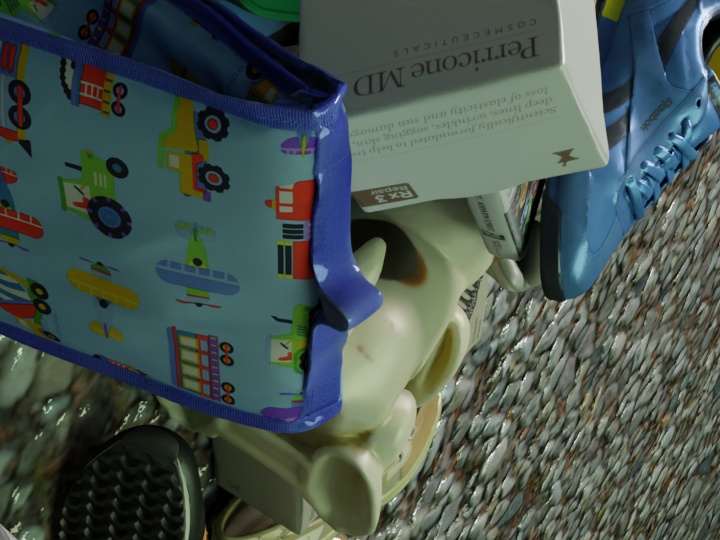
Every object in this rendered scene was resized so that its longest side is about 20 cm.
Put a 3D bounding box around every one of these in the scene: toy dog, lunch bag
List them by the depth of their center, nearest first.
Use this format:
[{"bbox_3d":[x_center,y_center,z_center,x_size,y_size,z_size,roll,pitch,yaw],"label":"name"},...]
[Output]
[{"bbox_3d":[-0.080,-0.028,0.584,0.094,0.199,0.151,-40,148,-39],"label":"lunch bag"},{"bbox_3d":[0.000,0.000,0.850,0.200,0.139,0.194,-54,162,-33],"label":"toy dog"}]

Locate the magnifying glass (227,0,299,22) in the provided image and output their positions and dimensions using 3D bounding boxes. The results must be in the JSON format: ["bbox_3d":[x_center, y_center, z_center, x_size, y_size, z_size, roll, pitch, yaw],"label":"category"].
[{"bbox_3d":[-0.012,-0.127,0.724,0.080,0.022,0.200,-59,146,-7],"label":"magnifying glass"}]

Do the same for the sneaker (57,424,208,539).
[{"bbox_3d":[-0.113,0.149,0.873,0.090,0.070,0.201,-55,159,-54],"label":"sneaker"}]

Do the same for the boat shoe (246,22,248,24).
[{"bbox_3d":[-0.059,-0.073,0.685,0.067,0.057,0.200,-41,-169,-9],"label":"boat shoe"}]

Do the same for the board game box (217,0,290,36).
[{"bbox_3d":[-0.055,-0.191,0.670,0.158,0.039,0.201,-45,144,-26],"label":"board game box"}]

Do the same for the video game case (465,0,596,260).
[{"bbox_3d":[0.086,-0.119,0.749,0.182,0.023,0.201,51,55,-74],"label":"video game case"}]

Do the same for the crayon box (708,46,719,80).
[{"bbox_3d":[0.198,-0.192,0.936,0.127,0.050,0.201,-102,178,-50],"label":"crayon box"}]

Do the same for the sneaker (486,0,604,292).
[{"bbox_3d":[0.102,-0.076,0.909,0.075,0.081,0.201,-7,133,-24],"label":"sneaker"}]

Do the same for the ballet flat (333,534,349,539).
[{"bbox_3d":[-0.073,0.218,1.004,0.200,0.067,0.068,-42,149,-37],"label":"ballet flat"}]

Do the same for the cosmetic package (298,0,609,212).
[{"bbox_3d":[0.033,-0.132,0.617,0.074,0.101,0.201,50,33,-56],"label":"cosmetic package"}]

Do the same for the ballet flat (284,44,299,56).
[{"bbox_3d":[-0.012,-0.098,0.825,0.200,0.070,0.071,-44,150,-34],"label":"ballet flat"}]

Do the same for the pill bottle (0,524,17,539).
[{"bbox_3d":[-0.187,0.142,0.644,0.116,0.115,0.200,-54,154,-19],"label":"pill bottle"}]

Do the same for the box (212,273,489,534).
[{"bbox_3d":[-0.003,0.059,0.981,0.200,0.068,0.082,-45,152,-35],"label":"box"}]

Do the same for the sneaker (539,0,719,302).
[{"bbox_3d":[0.146,-0.071,0.831,0.066,0.078,0.201,74,34,-59],"label":"sneaker"}]

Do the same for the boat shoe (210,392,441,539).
[{"bbox_3d":[-0.019,0.118,1.011,0.200,0.073,0.063,-40,152,-28],"label":"boat shoe"}]
